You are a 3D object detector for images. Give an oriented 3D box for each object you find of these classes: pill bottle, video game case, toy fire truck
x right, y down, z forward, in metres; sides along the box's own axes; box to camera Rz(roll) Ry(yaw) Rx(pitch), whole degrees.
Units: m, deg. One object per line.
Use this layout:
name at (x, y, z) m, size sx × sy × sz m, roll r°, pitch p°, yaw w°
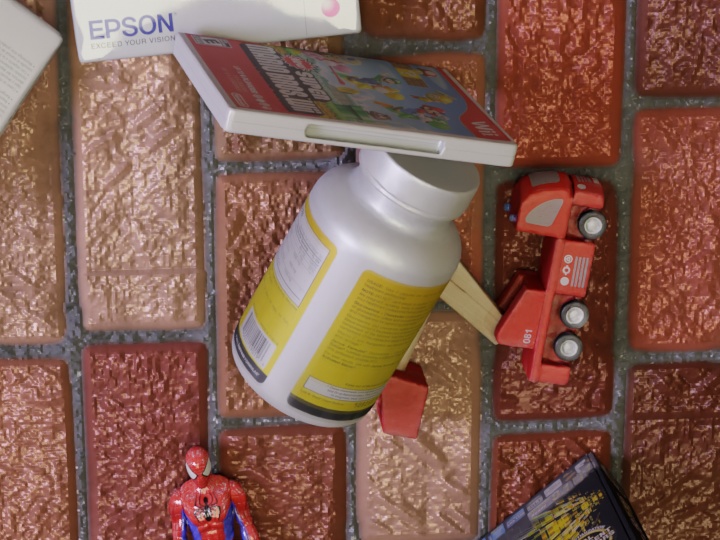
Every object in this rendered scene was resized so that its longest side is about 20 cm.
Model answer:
pill bottle at (0.000, 0.000, 1.467) m, size 0.111 × 0.112 × 0.201 m, roll 24°, pitch 119°, yaw -12°
video game case at (-0.012, -0.112, 1.415) m, size 0.198 × 0.143 × 0.018 m, roll 6°, pitch 113°, yaw -22°
toy fire truck at (0.090, 0.023, 1.538) m, size 0.140 × 0.049 × 0.202 m, roll 7°, pitch 106°, yaw -7°

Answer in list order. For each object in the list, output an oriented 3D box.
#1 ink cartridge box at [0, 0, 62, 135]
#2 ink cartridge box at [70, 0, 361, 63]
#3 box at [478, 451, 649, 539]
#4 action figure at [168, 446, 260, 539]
ink cartridge box at (-0.322, -0.139, 1.416) m, size 0.199 × 0.043 × 0.174 m, roll 36°, pitch 85°, yaw -24°
ink cartridge box at (-0.104, -0.248, 1.444) m, size 0.194 × 0.043 × 0.202 m, roll -7°, pitch 109°, yaw -3°
box at (0.116, 0.235, 1.546) m, size 0.200 × 0.161 × 0.049 m, roll -39°, pitch 106°, yaw 8°
action figure at (-0.100, 0.222, 1.584) m, size 0.065 × 0.052 × 0.202 m, roll -11°, pitch 105°, yaw 2°
